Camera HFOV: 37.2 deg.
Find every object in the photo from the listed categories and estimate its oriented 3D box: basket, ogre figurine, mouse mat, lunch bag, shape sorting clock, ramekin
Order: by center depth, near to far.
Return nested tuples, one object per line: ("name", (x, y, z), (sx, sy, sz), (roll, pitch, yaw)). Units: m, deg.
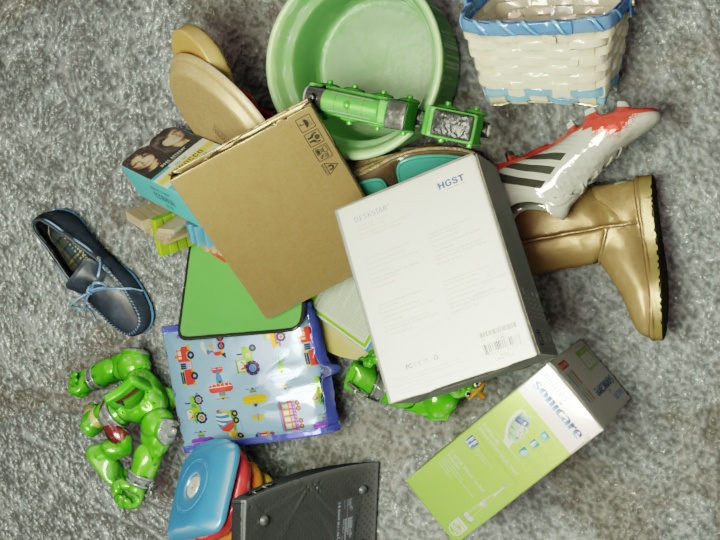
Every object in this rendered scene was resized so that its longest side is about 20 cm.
("basket", (0.177, -0.264, 1.030), (0.176, 0.139, 0.200), (7, 130, 22))
("ogre figurine", (0.088, 0.080, 1.127), (0.120, 0.098, 0.200), (38, 87, -12))
("ramekin", (0.009, -0.219, 1.143), (0.200, 0.098, 0.200), (3, 97, 23))
("shape sorting clock", (0.000, 0.000, 1.203), (0.200, 0.039, 0.200), (1, 93, 25))
("mouse mat", (-0.130, -0.018, 1.225), (0.161, 0.008, 0.200), (-6, 64, 22))
("lunch bag", (-0.114, 0.120, 1.228), (0.200, 0.094, 0.151), (-9, 92, 30))
("ogre figurine", (-0.284, 0.178, 1.304), (0.120, 0.098, 0.200), (-43, 37, 18))

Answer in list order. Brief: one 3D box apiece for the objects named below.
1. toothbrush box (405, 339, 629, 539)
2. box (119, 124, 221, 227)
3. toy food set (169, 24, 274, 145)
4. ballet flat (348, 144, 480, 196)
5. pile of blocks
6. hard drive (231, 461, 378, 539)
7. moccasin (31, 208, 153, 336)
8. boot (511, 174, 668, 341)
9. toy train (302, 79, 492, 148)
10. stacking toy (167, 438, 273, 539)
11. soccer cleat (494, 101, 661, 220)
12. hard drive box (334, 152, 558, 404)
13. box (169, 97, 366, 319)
("toothbrush box", (0.163, 0.172, 1.095), (0.200, 0.146, 0.086), (-43, 78, 23))
("box", (-0.186, -0.104, 1.200), (0.200, 0.082, 0.049), (25, 151, 48))
("toy food set", (-0.138, -0.164, 1.174), (0.200, 0.198, 0.049), (41, 72, 15))
("ballet flat", (0.034, -0.104, 1.151), (0.200, 0.065, 0.071), (-11, 127, -1))
("pile of blocks", (-0.176, -0.034, 1.208), (0.200, 0.082, 0.062), (8, 120, 30))
("hard drive", (-0.062, 0.285, 1.184), (0.042, 0.200, 0.135), (10, 101, 44))
("moccasin", (-0.344, 0.009, 1.339), (0.200, 0.068, 0.081), (43, 110, 13))
("boot", (0.210, -0.007, 1.102), (0.200, 0.066, 0.176), (-7, 81, 23))
("toy train", (0.031, -0.155, 1.056), (0.200, 0.056, 0.042), (14, 102, 21))
("stacking toy", (-0.110, 0.278, 1.225), (0.116, 0.200, 0.110), (-26, 45, 46))
("soccer cleat", (0.205, -0.097, 1.050), (0.200, 0.069, 0.085), (-23, 74, 23))
("hard drive box", (0.081, 0.011, 1.027), (0.156, 0.077, 0.200), (-20, 77, 22))
("box", (-0.077, -0.058, 1.109), (0.163, 0.021, 0.200), (-27, 123, 7))
